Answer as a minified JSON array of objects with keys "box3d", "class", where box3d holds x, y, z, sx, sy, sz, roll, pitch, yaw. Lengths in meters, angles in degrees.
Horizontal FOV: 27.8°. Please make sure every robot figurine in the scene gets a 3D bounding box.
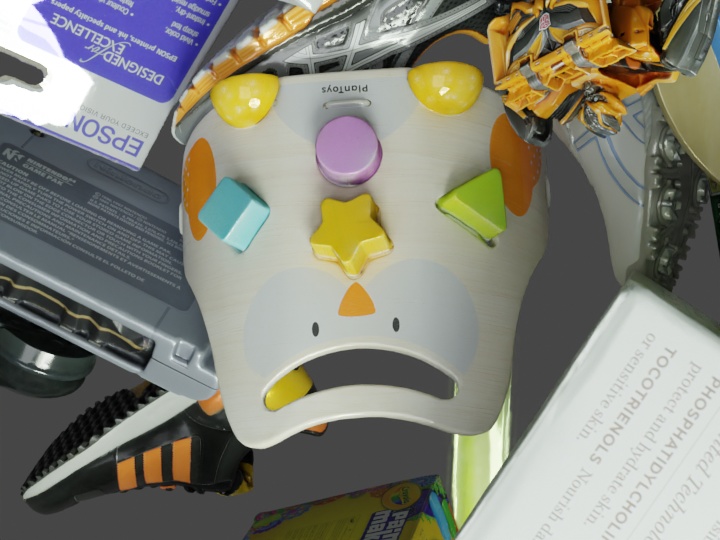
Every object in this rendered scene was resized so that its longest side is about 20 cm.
[{"box3d":[0.101,-0.156,0.664,0.145,0.058,0.201,-24,57,50],"class":"robot figurine"}]

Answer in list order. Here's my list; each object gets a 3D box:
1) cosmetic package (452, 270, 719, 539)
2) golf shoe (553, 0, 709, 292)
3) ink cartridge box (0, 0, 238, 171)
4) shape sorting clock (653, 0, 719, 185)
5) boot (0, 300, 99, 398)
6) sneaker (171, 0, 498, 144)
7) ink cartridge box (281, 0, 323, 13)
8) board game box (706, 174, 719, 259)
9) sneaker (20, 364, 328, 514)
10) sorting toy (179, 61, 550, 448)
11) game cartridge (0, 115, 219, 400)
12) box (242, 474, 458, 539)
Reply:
[{"box3d":[0.156,0.123,0.631,0.200,0.167,0.167,34,98,8],"class":"cosmetic package"},{"box3d":[0.128,-0.083,0.749,0.097,0.078,0.201,3,101,30],"class":"golf shoe"},{"box3d":[-0.154,-0.174,0.738,0.198,0.043,0.200,23,109,-30],"class":"ink cartridge box"},{"box3d":[0.228,-0.121,0.692,0.199,0.039,0.201,-1,97,-7],"class":"shape sorting clock"},{"box3d":[-0.227,0.072,0.817,0.198,0.073,0.163,36,105,49],"class":"boot"},{"box3d":[-0.014,-0.113,0.763,0.200,0.078,0.077,-29,108,21],"class":"sneaker"},{"box3d":[-0.029,-0.241,0.672,0.145,0.083,0.200,34,94,-26],"class":"ink cartridge box"},{"box3d":[0.238,0.009,0.742,0.104,0.023,0.201,-13,102,-8],"class":"board game box"},{"box3d":[-0.110,0.108,0.848,0.200,0.070,0.090,-34,104,22],"class":"sneaker"},{"box3d":[0.000,0.000,0.713,0.199,0.107,0.181,-4,64,4],"class":"sorting toy"},{"box3d":[-0.146,-0.016,0.786,0.200,0.133,0.041,27,127,-1],"class":"game cartridge"},{"box3d":[0.000,0.247,0.791,0.122,0.200,0.193,-15,102,16],"class":"box"}]
